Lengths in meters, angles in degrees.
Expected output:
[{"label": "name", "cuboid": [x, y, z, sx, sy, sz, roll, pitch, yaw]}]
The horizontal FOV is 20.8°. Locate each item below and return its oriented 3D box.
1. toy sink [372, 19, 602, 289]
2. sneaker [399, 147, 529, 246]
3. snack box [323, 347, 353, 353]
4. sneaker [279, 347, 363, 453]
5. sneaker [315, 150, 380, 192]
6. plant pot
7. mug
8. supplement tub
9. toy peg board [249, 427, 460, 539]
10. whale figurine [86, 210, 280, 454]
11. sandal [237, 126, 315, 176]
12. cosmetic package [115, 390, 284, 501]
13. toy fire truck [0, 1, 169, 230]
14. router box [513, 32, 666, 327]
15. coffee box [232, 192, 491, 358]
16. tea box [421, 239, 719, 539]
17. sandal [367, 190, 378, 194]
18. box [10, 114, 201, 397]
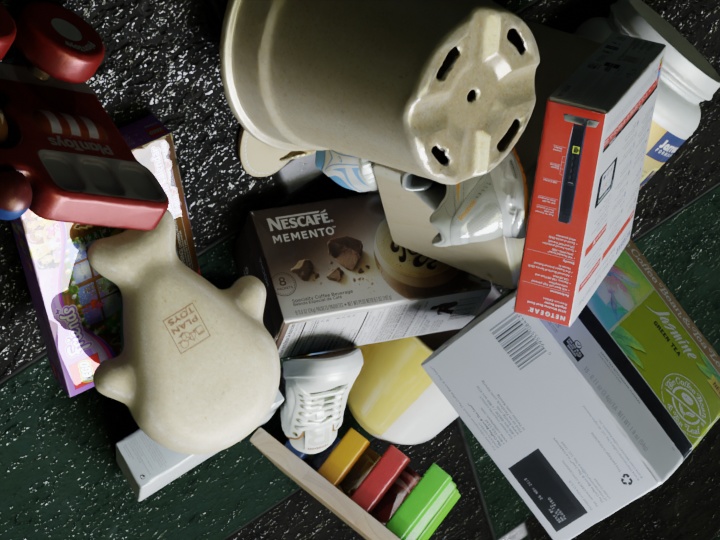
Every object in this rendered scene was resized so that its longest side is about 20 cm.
[{"label": "toy sink", "cuboid": [0.124, -0.102, 1.685, 0.200, 0.130, 0.112, -53, 147, -27]}, {"label": "sneaker", "cuboid": [0.068, -0.106, 1.565, 0.091, 0.201, 0.076, -14, 145, -5]}, {"label": "snack box", "cuboid": [-0.035, 0.050, 1.902, 0.072, 0.024, 0.200, -38, 150, -1]}, {"label": "sneaker", "cuboid": [-0.033, 0.118, 1.763, 0.072, 0.086, 0.200, -8, 172, -10]}, {"label": "sneaker", "cuboid": [0.034, -0.112, 1.733, 0.199, 0.072, 0.073, -13, 115, -55]}, {"label": "plant pot", "cuboid": [0.026, -0.156, 1.472, 0.199, 0.183, 0.202, -24, 127, -35]}, {"label": "mug", "cuboid": [0.043, 0.079, 1.906, 0.153, 0.186, 0.150, -54, -178, 37]}, {"label": "supplement tub", "cuboid": [0.220, -0.140, 1.798, 0.200, 0.145, 0.144, -48, 148, 18]}, {"label": "toy peg board", "cuboid": [0.008, 0.209, 1.973, 0.098, 0.199, 0.200, -51, 166, -7]}, {"label": "whale figurine", "cuboid": [-0.150, 0.048, 1.574, 0.158, 0.104, 0.201, -33, 108, -15]}, {"label": "sandal", "cuboid": [-0.033, -0.137, 1.608, 0.077, 0.070, 0.213, -6, 137, -42]}, {"label": "cosmetic package", "cuboid": [-0.151, 0.149, 1.812, 0.150, 0.052, 0.200, -29, 175, -11]}, {"label": "toy fire truck", "cuboid": [-0.238, -0.098, 1.345, 0.199, 0.168, 0.112, 6, 129, -50]}, {"label": "router box", "cuboid": [0.186, -0.077, 1.576, 0.200, 0.048, 0.181, -44, 145, -60]}, {"label": "coffee box", "cuboid": [0.000, 0.000, 1.737, 0.198, 0.114, 0.080, -8, 154, -20]}, {"label": "tea box", "cuboid": [0.196, 0.092, 1.712, 0.133, 0.201, 0.197, -38, 179, 38]}, {"label": "sandal", "cuboid": [0.078, -0.050, 1.862, 0.082, 0.050, 0.202, -46, 149, 13]}, {"label": "box", "cuboid": [-0.201, -0.010, 1.577, 0.136, 0.039, 0.201, -25, 130, -20]}]
